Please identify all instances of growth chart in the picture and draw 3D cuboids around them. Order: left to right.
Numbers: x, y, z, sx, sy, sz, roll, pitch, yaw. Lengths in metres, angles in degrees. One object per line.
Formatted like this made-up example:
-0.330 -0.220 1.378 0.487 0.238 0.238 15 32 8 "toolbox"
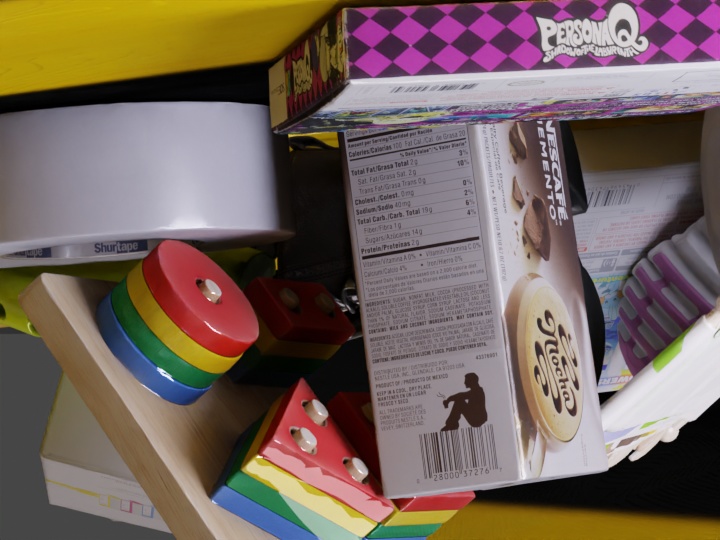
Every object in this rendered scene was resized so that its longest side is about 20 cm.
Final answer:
0.177 0.060 1.589 0.145 0.018 0.200 -42 165 18 "growth chart"

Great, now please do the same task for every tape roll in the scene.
-0.135 -0.042 1.521 0.200 0.066 0.200 -5 177 0 "tape roll"

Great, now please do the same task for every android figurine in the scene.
-0.151 -0.012 1.676 0.200 0.041 0.182 21 -145 37 "android figurine"

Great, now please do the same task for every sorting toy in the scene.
-0.045 0.071 1.489 0.070 0.200 0.199 -44 158 19 "sorting toy"

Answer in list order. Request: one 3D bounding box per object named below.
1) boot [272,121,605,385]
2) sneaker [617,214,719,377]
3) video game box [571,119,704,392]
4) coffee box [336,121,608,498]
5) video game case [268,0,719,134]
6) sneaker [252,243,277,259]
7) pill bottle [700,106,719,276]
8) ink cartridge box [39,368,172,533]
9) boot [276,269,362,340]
0.037 0.006 1.593 0.174 0.200 0.069 -12 151 17 "boot"
0.225 -0.007 1.676 0.088 0.081 0.200 6 128 -43 "sneaker"
0.159 -0.006 1.729 0.200 0.182 0.047 -5 -138 -25 "video game box"
0.055 0.008 1.470 0.080 0.200 0.113 -10 174 26 "coffee box"
0.073 -0.087 1.262 0.200 0.036 0.181 -4 176 -11 "video game case"
-0.130 -0.007 2.020 0.200 0.078 0.140 -7 175 44 "sneaker"
0.284 -0.051 1.538 0.200 0.111 0.111 -4 177 -5 "pill bottle"
-0.117 0.085 1.801 0.125 0.129 0.200 14 167 -1 "ink cartridge box"
0.002 0.001 1.915 0.182 0.073 0.200 -32 179 -18 "boot"
